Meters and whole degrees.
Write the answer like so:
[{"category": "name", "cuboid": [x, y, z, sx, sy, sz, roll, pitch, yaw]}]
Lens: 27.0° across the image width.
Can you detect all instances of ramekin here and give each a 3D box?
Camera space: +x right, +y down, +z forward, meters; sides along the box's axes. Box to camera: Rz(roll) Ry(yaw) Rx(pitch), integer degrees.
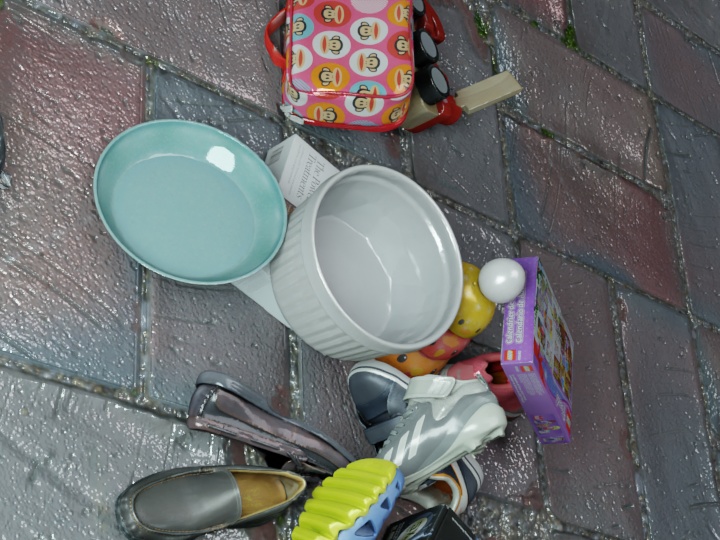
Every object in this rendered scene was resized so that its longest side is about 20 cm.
[{"category": "ramekin", "cuboid": [0.000, 0.000, 1.561, 0.200, 0.105, 0.200, 16, 63, -34]}]

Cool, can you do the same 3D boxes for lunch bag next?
[{"category": "lunch bag", "cuboid": [-0.025, -0.260, 1.761, 0.176, 0.082, 0.200, 5, 57, -3]}]

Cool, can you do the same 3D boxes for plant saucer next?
[{"category": "plant saucer", "cuboid": [-0.173, -0.062, 1.508, 0.200, 0.036, 0.200, 13, 54, -18]}]

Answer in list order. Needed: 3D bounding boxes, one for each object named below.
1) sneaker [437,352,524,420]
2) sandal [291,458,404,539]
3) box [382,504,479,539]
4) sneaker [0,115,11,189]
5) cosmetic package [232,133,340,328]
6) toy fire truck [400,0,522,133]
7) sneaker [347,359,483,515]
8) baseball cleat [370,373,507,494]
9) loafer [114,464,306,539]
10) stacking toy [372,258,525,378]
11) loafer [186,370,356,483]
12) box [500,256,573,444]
[{"category": "sneaker", "cuboid": [0.176, 0.133, 1.780, 0.200, 0.087, 0.074, 1, 68, -48]}, {"category": "sandal", "cuboid": [-0.023, 0.270, 1.457, 0.200, 0.079, 0.087, -50, 122, -16]}, {"category": "box", "cuboid": [0.092, 0.372, 1.544, 0.200, 0.086, 0.164, 50, 40, -15]}, {"category": "sneaker", "cuboid": [-0.389, -0.131, 1.324, 0.200, 0.075, 0.114, 57, 37, -15]}, {"category": "cosmetic package", "cuboid": [-0.055, -0.030, 1.650, 0.151, 0.052, 0.200, 40, 44, -28]}, {"category": "toy fire truck", "cuboid": [0.099, -0.264, 1.921, 0.200, 0.129, 0.176, 13, 58, -57]}, {"category": "sneaker", "cuboid": [0.053, 0.187, 1.618, 0.200, 0.078, 0.079, 48, 44, -12]}, {"category": "baseball cleat", "cuboid": [0.051, 0.175, 1.560, 0.106, 0.200, 0.070, 62, 0, 19]}, {"category": "loafer", "cuboid": [-0.138, 0.209, 1.396, 0.200, 0.072, 0.073, -5, 73, -49]}, {"category": "stacking toy", "cuboid": [0.097, 0.036, 1.660, 0.146, 0.200, 0.146, 26, 50, -36]}, {"category": "loafer", "cuboid": [-0.090, 0.173, 1.486, 0.200, 0.072, 0.063, 36, 61, -24]}, {"category": "box", "cuboid": [0.205, 0.094, 1.718, 0.200, 0.039, 0.137, 60, 31, -52]}]
